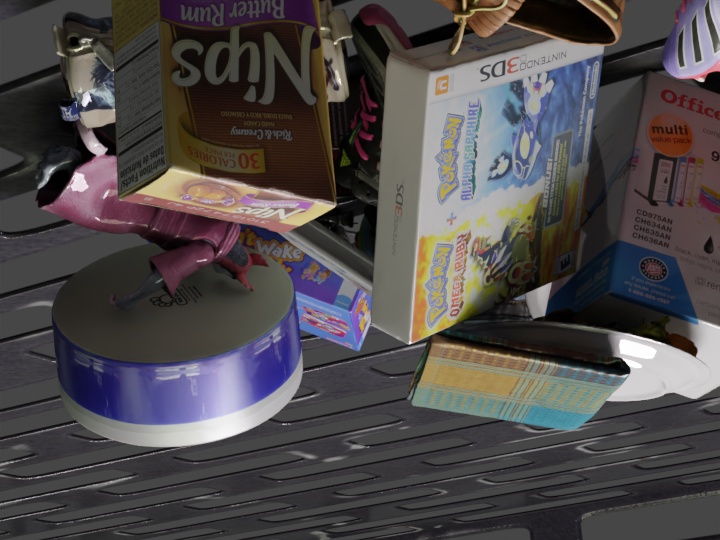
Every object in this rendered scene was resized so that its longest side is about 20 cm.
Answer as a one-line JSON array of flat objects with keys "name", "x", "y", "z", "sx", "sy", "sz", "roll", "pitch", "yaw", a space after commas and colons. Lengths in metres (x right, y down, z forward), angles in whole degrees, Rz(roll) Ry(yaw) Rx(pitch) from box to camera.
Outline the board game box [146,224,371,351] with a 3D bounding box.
[{"name": "board game box", "x": -0.088, "y": 0.002, "z": 1.405, "sx": 0.200, "sy": 0.045, "sz": 0.134, "roll": 21, "pitch": 165, "yaw": 9}]

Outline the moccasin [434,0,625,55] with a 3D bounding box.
[{"name": "moccasin", "x": 0.083, "y": -0.179, "z": 0.979, "sx": 0.201, "sy": 0.078, "sz": 0.074, "roll": 9, "pitch": 157, "yaw": -37}]

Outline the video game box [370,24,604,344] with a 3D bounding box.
[{"name": "video game box", "x": 0.089, "y": -0.068, "z": 1.075, "sx": 0.182, "sy": 0.200, "sz": 0.047, "roll": -20, "pitch": -146, "yaw": -37}]

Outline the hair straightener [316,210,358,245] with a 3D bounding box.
[{"name": "hair straightener", "x": -0.038, "y": -0.030, "z": 1.463, "sx": 0.077, "sy": 0.041, "sz": 0.200, "roll": -8, "pitch": 161, "yaw": 11}]

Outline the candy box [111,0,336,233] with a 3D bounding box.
[{"name": "candy box", "x": -0.080, "y": -0.130, "z": 0.892, "sx": 0.117, "sy": 0.200, "sz": 0.056, "roll": 10, "pitch": 157, "yaw": -39}]

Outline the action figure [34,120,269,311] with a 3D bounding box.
[{"name": "action figure", "x": -0.155, "y": -0.053, "z": 1.227, "sx": 0.200, "sy": 0.134, "sz": 0.149, "roll": 26, "pitch": 126, "yaw": -15}]

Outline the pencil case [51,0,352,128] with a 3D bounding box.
[{"name": "pencil case", "x": -0.103, "y": -0.143, "z": 1.041, "sx": 0.200, "sy": 0.078, "sz": 0.089, "roll": -5, "pitch": 177, "yaw": 3}]

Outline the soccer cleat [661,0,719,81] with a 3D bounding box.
[{"name": "soccer cleat", "x": 0.251, "y": -0.190, "z": 1.042, "sx": 0.076, "sy": 0.067, "sz": 0.200, "roll": 32, "pitch": 158, "yaw": -10}]

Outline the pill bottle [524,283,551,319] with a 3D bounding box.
[{"name": "pill bottle", "x": 0.251, "y": -0.009, "z": 1.394, "sx": 0.200, "sy": 0.112, "sz": 0.112, "roll": -29, "pitch": 176, "yaw": -32}]

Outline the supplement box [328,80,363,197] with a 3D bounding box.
[{"name": "supplement box", "x": -0.015, "y": -0.102, "z": 1.218, "sx": 0.200, "sy": 0.061, "sz": 0.109, "roll": -5, "pitch": 163, "yaw": -3}]

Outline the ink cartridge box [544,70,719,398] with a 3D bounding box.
[{"name": "ink cartridge box", "x": 0.251, "y": -0.027, "z": 1.245, "sx": 0.147, "sy": 0.200, "sz": 0.145, "roll": 18, "pitch": 156, "yaw": -8}]

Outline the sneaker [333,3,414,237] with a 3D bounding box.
[{"name": "sneaker", "x": 0.017, "y": -0.095, "z": 1.112, "sx": 0.087, "sy": 0.074, "sz": 0.200, "roll": -20, "pitch": 131, "yaw": 2}]

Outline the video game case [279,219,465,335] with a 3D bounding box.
[{"name": "video game case", "x": 0.000, "y": 0.000, "z": 1.227, "sx": 0.182, "sy": 0.024, "sz": 0.200, "roll": 33, "pitch": 179, "yaw": 11}]

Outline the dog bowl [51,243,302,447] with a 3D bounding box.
[{"name": "dog bowl", "x": -0.149, "y": 0.054, "z": 1.265, "sx": 0.200, "sy": 0.200, "sz": 0.079, "roll": -4, "pitch": 119, "yaw": -3}]

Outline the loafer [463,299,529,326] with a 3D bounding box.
[{"name": "loafer", "x": 0.096, "y": 0.019, "z": 1.443, "sx": 0.073, "sy": 0.072, "sz": 0.200, "roll": 10, "pitch": 180, "yaw": -27}]

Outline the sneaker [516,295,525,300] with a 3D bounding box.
[{"name": "sneaker", "x": 0.191, "y": -0.031, "z": 1.478, "sx": 0.146, "sy": 0.077, "sz": 0.202, "roll": -7, "pitch": 156, "yaw": -23}]

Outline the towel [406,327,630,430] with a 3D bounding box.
[{"name": "towel", "x": 0.114, "y": 0.083, "z": 1.170, "sx": 0.147, "sy": 0.022, "sz": 0.200, "roll": 9, "pitch": 163, "yaw": 0}]

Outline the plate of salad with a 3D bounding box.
[{"name": "plate of salad", "x": 0.165, "y": 0.059, "z": 1.178, "sx": 0.200, "sy": 0.048, "sz": 0.200, "roll": 9, "pitch": 165, "yaw": 2}]

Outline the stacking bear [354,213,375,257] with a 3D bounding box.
[{"name": "stacking bear", "x": 0.048, "y": -0.028, "z": 1.389, "sx": 0.121, "sy": 0.114, "sz": 0.200, "roll": 33, "pitch": 167, "yaw": -7}]
